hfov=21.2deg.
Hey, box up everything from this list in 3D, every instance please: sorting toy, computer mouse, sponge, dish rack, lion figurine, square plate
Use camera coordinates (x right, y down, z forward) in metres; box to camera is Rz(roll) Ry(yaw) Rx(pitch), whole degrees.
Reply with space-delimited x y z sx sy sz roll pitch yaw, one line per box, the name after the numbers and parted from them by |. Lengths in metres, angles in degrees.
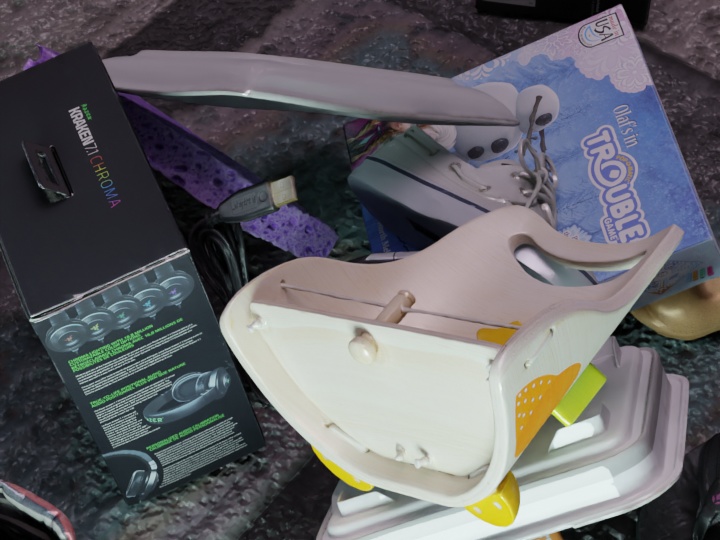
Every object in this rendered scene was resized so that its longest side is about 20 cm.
0.067 0.024 0.950 0.199 0.107 0.180 9 41 48 | sorting toy
0.000 0.000 1.083 0.199 0.141 0.046 -11 26 32 | computer mouse
-0.113 -0.073 1.206 0.199 0.111 0.030 34 94 27 | sponge
0.071 0.095 1.007 0.199 0.044 0.172 -21 14 17 | dish rack
0.230 0.006 1.163 0.198 0.073 0.123 -15 57 8 | lion figurine
-0.041 -0.108 1.129 0.199 0.029 0.197 3 5 -38 | square plate

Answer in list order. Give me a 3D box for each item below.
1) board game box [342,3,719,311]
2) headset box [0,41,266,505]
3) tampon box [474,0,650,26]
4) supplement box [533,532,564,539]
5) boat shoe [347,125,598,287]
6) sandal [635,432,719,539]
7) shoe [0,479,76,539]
0.100 -0.046 1.173 0.198 0.043 0.201 -22 50 10 | board game box
-0.142 0.000 1.075 0.092 0.201 0.175 -24 53 -6 | headset box
0.157 -0.298 1.361 0.125 0.151 0.201 7 50 7 | tampon box
0.017 0.187 0.994 0.199 0.069 0.067 -30 86 -24 | supplement box
0.082 -0.038 1.106 0.086 0.075 0.202 -45 39 -12 | boat shoe
0.228 0.105 1.080 0.200 0.048 0.075 -36 57 -26 | sandal
-0.236 0.143 1.033 0.198 0.091 0.072 15 51 14 | shoe
